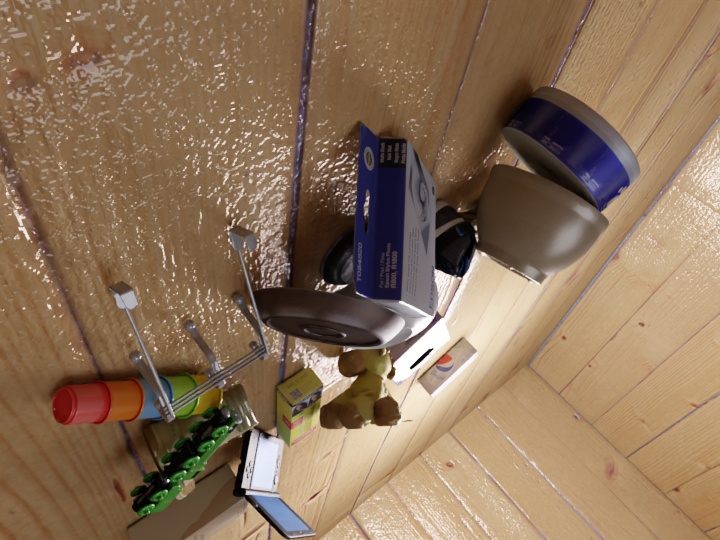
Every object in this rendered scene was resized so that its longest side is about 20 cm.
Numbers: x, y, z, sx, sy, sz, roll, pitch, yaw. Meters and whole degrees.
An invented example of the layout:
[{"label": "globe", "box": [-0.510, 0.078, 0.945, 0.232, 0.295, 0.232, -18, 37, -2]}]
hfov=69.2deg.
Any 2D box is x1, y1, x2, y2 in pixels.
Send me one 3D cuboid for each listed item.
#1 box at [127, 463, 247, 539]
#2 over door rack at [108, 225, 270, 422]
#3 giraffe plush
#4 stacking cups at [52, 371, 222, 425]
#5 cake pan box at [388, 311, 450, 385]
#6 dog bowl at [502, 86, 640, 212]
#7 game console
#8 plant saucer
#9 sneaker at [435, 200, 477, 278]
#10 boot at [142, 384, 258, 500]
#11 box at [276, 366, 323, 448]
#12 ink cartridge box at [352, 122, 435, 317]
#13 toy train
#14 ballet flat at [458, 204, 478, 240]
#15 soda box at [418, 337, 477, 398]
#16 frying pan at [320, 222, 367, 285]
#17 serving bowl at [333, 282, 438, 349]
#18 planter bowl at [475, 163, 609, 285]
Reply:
[{"label": "box", "box": [-0.316, 0.463, 0.973, 0.200, 0.078, 0.095, -28, 150, -32]}, {"label": "over door rack", "box": [-0.180, 0.054, 0.575, 0.148, 0.067, 0.200, -32, 139, -34]}, {"label": "giraffe plush", "box": [0.014, 0.215, 1.007, 0.200, 0.163, 0.172, 8, 162, -40]}, {"label": "stacking cups", "box": [-0.258, 0.149, 0.620, 0.061, 0.061, 0.200, -51, 149, 13]}, {"label": "cake pan box", "box": [0.125, 0.184, 1.241, 0.184, 0.052, 0.200, -40, 155, -5]}, {"label": "dog bowl", "box": [0.314, -0.179, 0.794, 0.079, 0.200, 0.200, -47, 155, 10]}, {"label": "game console", "box": [-0.149, 0.404, 0.993, 0.200, 0.116, 0.176, 69, 25, -63]}, {"label": "plant saucer", "box": [-0.044, 0.065, 0.661, 0.200, 0.199, 0.032, 53, 43, -65]}, {"label": "sneaker", "box": [0.109, -0.005, 0.855, 0.073, 0.112, 0.200, 3, 128, -56]}, {"label": "boot", "box": [-0.231, 0.259, 0.793, 0.155, 0.073, 0.200, -26, 143, -26]}, {"label": "box", "box": [-0.119, 0.265, 0.998, 0.075, 0.050, 0.200, -30, 151, -30]}, {"label": "ink cartridge box", "box": [0.050, -0.051, 0.639, 0.200, 0.040, 0.200, 26, 64, -64]}, {"label": "toy train", "box": [-0.228, 0.251, 0.688, 0.200, 0.042, 0.056, -47, 149, 12]}, {"label": "ballet flat", "box": [0.217, -0.084, 0.941, 0.200, 0.072, 0.068, -21, 146, -40]}, {"label": "soda box", "box": [0.274, 0.303, 1.627, 0.200, 0.063, 0.068, -42, 156, -5]}, {"label": "frying pan", "box": [-0.013, 0.006, 0.793, 0.115, 0.031, 0.190, -27, 147, -31]}, {"label": "serving bowl", "box": [0.035, 0.078, 0.832, 0.199, 0.066, 0.200, -11, 152, -6]}, {"label": "planter bowl", "box": [0.267, -0.062, 0.836, 0.135, 0.200, 0.200, -60, 153, 5]}]
